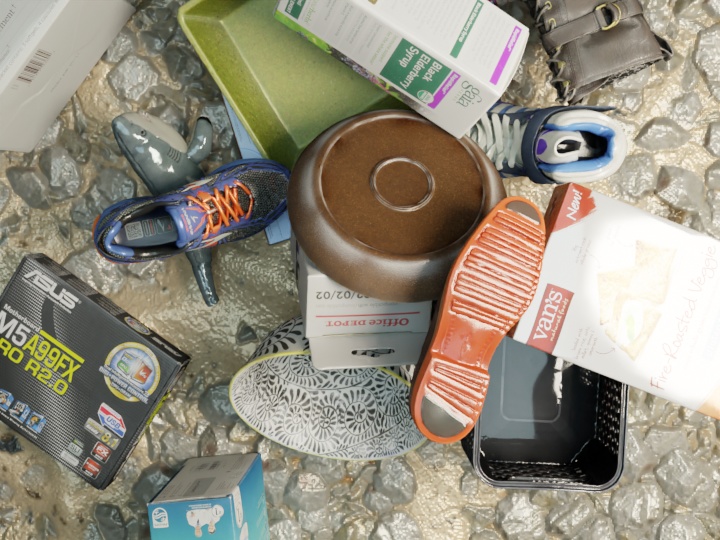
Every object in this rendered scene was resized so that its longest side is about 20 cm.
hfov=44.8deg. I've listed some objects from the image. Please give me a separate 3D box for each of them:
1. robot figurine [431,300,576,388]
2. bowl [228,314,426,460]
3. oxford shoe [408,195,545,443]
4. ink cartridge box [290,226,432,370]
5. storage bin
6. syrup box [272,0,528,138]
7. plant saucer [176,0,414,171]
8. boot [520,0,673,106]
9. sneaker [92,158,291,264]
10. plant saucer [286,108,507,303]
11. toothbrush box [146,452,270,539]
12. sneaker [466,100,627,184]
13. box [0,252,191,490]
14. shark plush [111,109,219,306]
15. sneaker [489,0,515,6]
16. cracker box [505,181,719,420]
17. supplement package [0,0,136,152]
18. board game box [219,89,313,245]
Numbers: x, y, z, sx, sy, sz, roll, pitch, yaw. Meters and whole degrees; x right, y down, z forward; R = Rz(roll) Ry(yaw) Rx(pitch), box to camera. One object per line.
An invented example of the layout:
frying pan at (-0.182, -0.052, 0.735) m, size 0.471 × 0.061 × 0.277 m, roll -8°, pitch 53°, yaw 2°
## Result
robot figurine at (0.154, 0.047, 0.871) m, size 0.145 × 0.058 × 0.200 m, roll -43°, pitch 91°, yaw 5°
bowl at (-0.022, 0.097, 0.850) m, size 0.197 × 0.202 × 0.095 m, roll 9°, pitch 52°, yaw 3°
oxford shoe at (0.085, 0.034, 0.703) m, size 0.070 × 0.073 × 0.202 m, roll 26°, pitch 88°, yaw -10°
ink cartridge box at (0.000, 0.000, 0.794) m, size 0.113 × 0.201 × 0.069 m, roll -2°, pitch 123°, yaw -9°
storage bin at (0.165, 0.088, 0.795) m, size 0.133 × 0.094 × 0.204 m, roll 3°, pitch 91°, yaw 0°
syrup box at (0.035, -0.208, 0.738) m, size 0.198 × 0.079 × 0.082 m, roll 32°, pitch 64°, yaw -8°
plant saucer at (-0.038, -0.210, 0.826) m, size 0.198 × 0.048 × 0.202 m, roll -29°, pitch 107°, yaw 14°
boot at (0.162, -0.231, 0.773) m, size 0.197 × 0.069 × 0.177 m, roll -16°, pitch 88°, yaw 4°
sneaker at (-0.151, -0.047, 0.806) m, size 0.197 × 0.078 × 0.076 m, roll -22°, pitch 104°, yaw -6°
plant saucer at (0.035, -0.068, 0.754) m, size 0.196 × 0.032 × 0.203 m, roll 2°, pitch 60°, yaw -4°
toothbrush box at (-0.139, 0.301, 0.863) m, size 0.084 × 0.146 × 0.204 m, roll -6°, pitch 95°, yaw 5°
sneaker at (0.147, -0.123, 0.815) m, size 0.196 × 0.146 × 0.082 m, roll 6°, pitch 94°, yaw 3°
box at (-0.301, 0.104, 0.911) m, size 0.199 × 0.044 × 0.161 m, roll 35°, pitch 96°, yaw 1°
shark plush at (-0.192, -0.061, 0.875) m, size 0.089 × 0.083 × 0.204 m, roll -1°, pitch 107°, yaw 23°
sneaker at (0.158, -0.277, 0.842) m, size 0.198 × 0.071 × 0.114 m, roll 30°, pitch 91°, yaw 9°
cracker box at (0.232, 0.026, 0.719) m, size 0.197 × 0.058 × 0.136 m, roll 20°, pitch 91°, yaw 0°
supplement package at (-0.367, -0.254, 0.840) m, size 0.199 × 0.147 × 0.192 m, roll 40°, pitch 95°, yaw -1°
board game box at (-0.076, -0.138, 0.893) m, size 0.101 × 0.019 × 0.203 m, roll -17°, pitch 92°, yaw 6°
